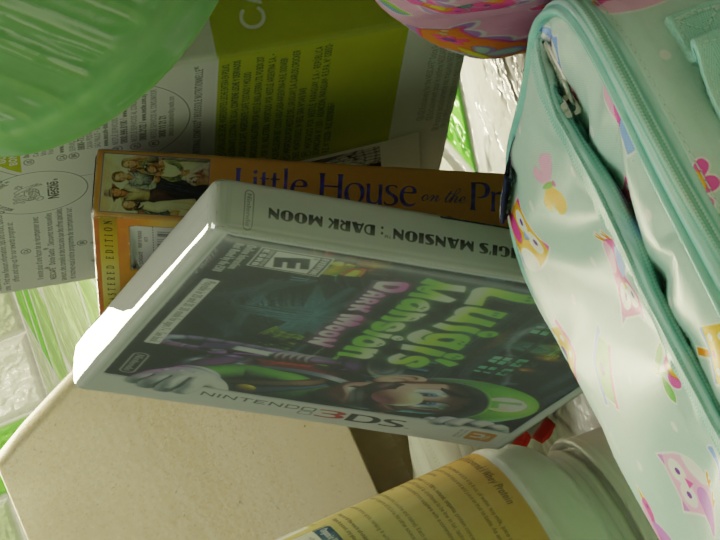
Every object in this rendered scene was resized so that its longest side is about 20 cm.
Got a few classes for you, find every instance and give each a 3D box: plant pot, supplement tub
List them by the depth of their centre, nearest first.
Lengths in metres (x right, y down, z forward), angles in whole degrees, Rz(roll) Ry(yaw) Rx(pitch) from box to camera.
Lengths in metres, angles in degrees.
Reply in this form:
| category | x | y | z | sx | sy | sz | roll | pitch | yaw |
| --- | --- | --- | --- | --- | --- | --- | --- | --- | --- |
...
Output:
| category | x | y | z | sx | sy | sz | roll | pitch | yaw |
| --- | --- | --- | --- | --- | --- | --- | --- | --- | --- |
| supplement tub | 0.034 | 0.158 | 1.202 | 0.145 | 0.199 | 0.145 | 60 | 165 | 28 |
| plant pot | -0.053 | 0.110 | 1.410 | 0.201 | 0.177 | 0.200 | 66 | -166 | 13 |

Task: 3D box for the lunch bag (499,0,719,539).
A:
| category | x | y | z | sx | sy | sz | roll | pitch | yaw |
| --- | --- | --- | --- | --- | --- | --- | --- | --- | --- |
| lunch bag | 0.111 | 0.007 | 0.897 | 0.161 | 0.077 | 0.200 | 92 | 154 | -63 |

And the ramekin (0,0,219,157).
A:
| category | x | y | z | sx | sy | sz | roll | pitch | yaw |
| --- | --- | --- | --- | --- | --- | --- | --- | --- | --- |
| ramekin | -0.137 | -0.143 | 0.946 | 0.098 | 0.200 | 0.200 | 15 | -138 | -56 |

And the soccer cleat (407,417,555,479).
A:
| category | x | y | z | sx | sy | sz | roll | pitch | yaw |
| --- | --- | --- | --- | --- | --- | --- | --- | --- | --- |
| soccer cleat | 0.042 | 0.044 | 1.273 | 0.077 | 0.069 | 0.200 | 33 | 150 | 18 |

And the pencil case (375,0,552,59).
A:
| category | x | y | z | sx | sy | sz | roll | pitch | yaw |
| --- | --- | --- | --- | --- | --- | --- | --- | --- | --- |
| pencil case | 0.032 | -0.114 | 0.896 | 0.200 | 0.087 | 0.088 | 14 | -128 | -80 |

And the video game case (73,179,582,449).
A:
| category | x | y | z | sx | sy | sz | roll | pitch | yaw |
| --- | --- | --- | --- | --- | --- | --- | --- | --- | --- |
| video game case | 0.005 | 0.022 | 1.084 | 0.200 | 0.181 | 0.023 | 137 | 139 | -64 |

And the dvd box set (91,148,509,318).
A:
| category | x | y | z | sx | sy | sz | roll | pitch | yaw |
| --- | --- | --- | --- | --- | --- | --- | --- | --- | --- |
| dvd box set | 0.000 | 0.000 | 1.107 | 0.146 | 0.199 | 0.030 | 97 | 176 | -68 |

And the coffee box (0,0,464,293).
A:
| category | x | y | z | sx | sy | sz | roll | pitch | yaw |
| --- | --- | --- | --- | --- | --- | --- | --- | --- | --- |
| coffee box | -0.080 | -0.128 | 1.128 | 0.200 | 0.197 | 0.200 | 101 | 158 | -70 |
